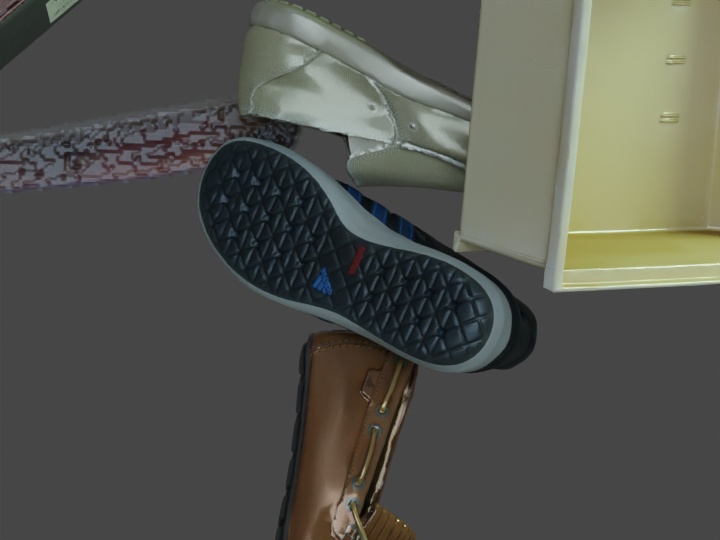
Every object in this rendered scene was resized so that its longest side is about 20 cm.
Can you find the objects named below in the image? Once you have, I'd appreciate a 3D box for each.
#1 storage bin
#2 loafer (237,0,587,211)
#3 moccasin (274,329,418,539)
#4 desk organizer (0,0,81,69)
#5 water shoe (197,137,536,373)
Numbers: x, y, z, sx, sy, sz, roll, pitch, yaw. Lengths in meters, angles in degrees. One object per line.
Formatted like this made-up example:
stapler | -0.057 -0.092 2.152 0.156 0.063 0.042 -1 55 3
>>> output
storage bin | 0.155 -0.099 1.277 0.198 0.094 0.200 -2 102 -34
loafer | 0.022 -0.069 1.338 0.200 0.076 0.068 29 92 -2
moccasin | -0.001 0.132 1.313 0.078 0.074 0.202 6 72 6
desk organizer | -0.213 -0.140 1.333 0.200 0.072 0.077 -42 84 -8
water shoe | 0.000 0.000 1.327 0.200 0.079 0.072 34 97 29
